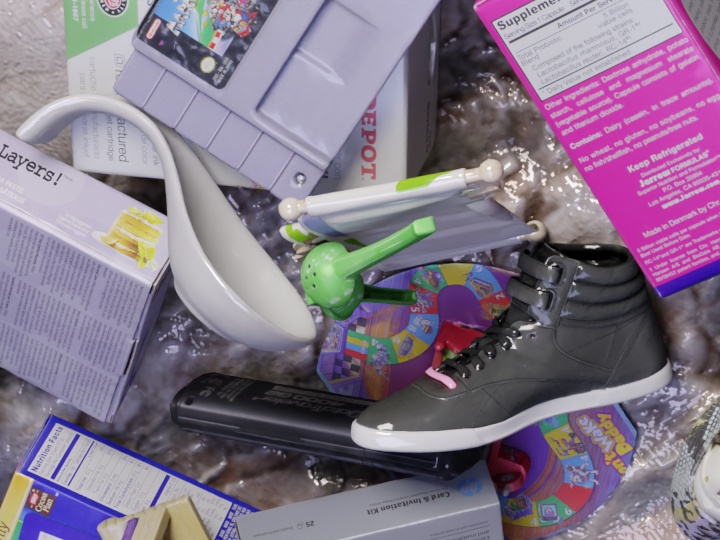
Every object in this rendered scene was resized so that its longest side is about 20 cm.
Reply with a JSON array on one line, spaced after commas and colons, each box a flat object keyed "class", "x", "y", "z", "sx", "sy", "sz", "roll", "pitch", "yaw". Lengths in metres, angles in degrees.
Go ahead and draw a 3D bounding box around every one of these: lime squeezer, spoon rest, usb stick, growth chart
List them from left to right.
[{"class": "spoon rest", "x": -0.097, "y": -0.030, "z": 1.483, "sx": 0.200, "sy": 0.099, "sz": 0.061, "roll": 42, "pitch": 104, "yaw": 10}, {"class": "usb stick", "x": -0.021, "y": 0.093, "z": 1.626, "sx": 0.200, "sy": 0.055, "sz": 0.033, "roll": 9, "pitch": 117, "yaw": 29}, {"class": "lime squeezer", "x": 0.000, "y": 0.000, "z": 1.513, "sx": 0.071, "sy": 0.200, "sz": 0.038, "roll": -29, "pitch": 80, "yaw": -7}, {"class": "growth chart", "x": 0.027, "y": -0.024, "z": 1.517, "sx": 0.145, "sy": 0.200, "sz": 0.018, "roll": -9, "pitch": 79, "yaw": 12}]

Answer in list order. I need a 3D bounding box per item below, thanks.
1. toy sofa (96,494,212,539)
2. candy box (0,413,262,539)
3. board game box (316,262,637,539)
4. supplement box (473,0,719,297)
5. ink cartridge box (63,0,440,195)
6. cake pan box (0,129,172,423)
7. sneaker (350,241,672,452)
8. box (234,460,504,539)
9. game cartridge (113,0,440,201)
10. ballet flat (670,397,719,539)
[{"class": "toy sofa", "x": -0.141, "y": 0.220, "z": 1.589, "sx": 0.098, "sy": 0.200, "sz": 0.083, "roll": -21, "pitch": 108, "yaw": 14}, {"class": "candy box", "x": -0.147, "y": 0.212, "z": 1.741, "sx": 0.200, "sy": 0.077, "sz": 0.169, "roll": 24, "pitch": 120, "yaw": 2}, {"class": "board game box", "x": 0.068, "y": 0.091, "z": 1.635, "sx": 0.158, "sy": 0.039, "sz": 0.200, "roll": -26, "pitch": 110, "yaw": 26}, {"class": "supplement box", "x": 0.161, "y": -0.103, "z": 1.465, "sx": 0.103, "sy": 0.101, "sz": 0.200, "roll": -24, "pitch": 109, "yaw": 26}, {"class": "ink cartridge box", "x": -0.060, "y": -0.127, "z": 1.521, "sx": 0.200, "sy": 0.088, "sz": 0.145, "roll": 6, "pitch": 120, "yaw": 10}, {"class": "cake pan box", "x": -0.206, "y": -0.004, "z": 1.605, "sx": 0.184, "sy": 0.052, "sz": 0.200, "roll": 29, "pitch": 149, "yaw": 3}, {"class": "sneaker", "x": 0.081, "y": 0.039, "z": 1.554, "sx": 0.200, "sy": 0.071, "sz": 0.099, "roll": -15, "pitch": 109, "yaw": -18}, {"class": "box", "x": 0.013, "y": 0.212, "z": 1.658, "sx": 0.156, "sy": 0.041, "sz": 0.200, "roll": -12, "pitch": 135, "yaw": -5}, {"class": "game cartridge", "x": -0.036, "y": -0.141, "z": 1.439, "sx": 0.130, "sy": 0.038, "sz": 0.200, "roll": 30, "pitch": 119, "yaw": -7}, {"class": "ballet flat", "x": 0.234, "y": 0.098, "z": 1.579, "sx": 0.072, "sy": 0.072, "sz": 0.200, "roll": 27, "pitch": 122, "yaw": -1}]
